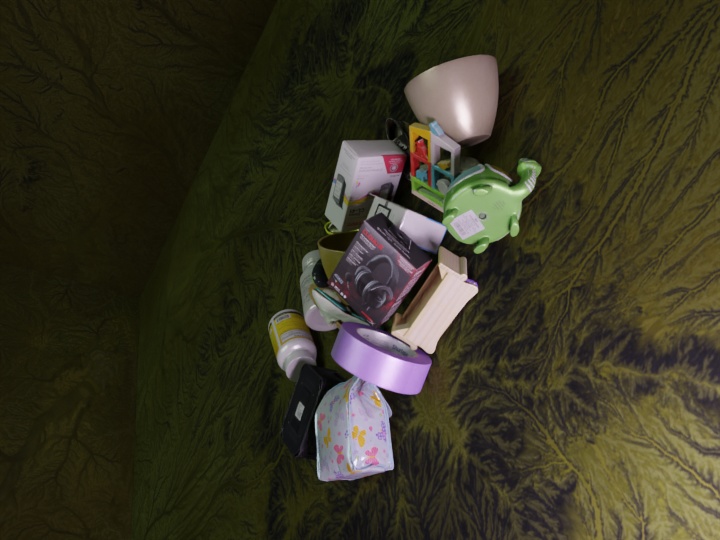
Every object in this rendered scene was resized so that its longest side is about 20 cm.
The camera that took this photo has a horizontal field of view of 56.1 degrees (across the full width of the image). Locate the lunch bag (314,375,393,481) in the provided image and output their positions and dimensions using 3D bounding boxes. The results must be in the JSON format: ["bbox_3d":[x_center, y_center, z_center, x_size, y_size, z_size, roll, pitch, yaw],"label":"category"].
[{"bbox_3d":[-0.015,0.340,1.462,0.169,0.125,0.204,-36,55,51],"label":"lunch bag"}]

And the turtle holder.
[{"bbox_3d":[0.234,-0.142,1.257,0.133,0.139,0.187,-80,15,-50],"label":"turtle holder"}]

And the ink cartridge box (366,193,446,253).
[{"bbox_3d":[0.091,-0.108,1.515,0.200,0.114,0.069,36,104,61],"label":"ink cartridge box"}]

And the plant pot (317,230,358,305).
[{"bbox_3d":[0.000,0.000,1.575,0.199,0.196,0.145,-149,54,-61],"label":"plant pot"}]

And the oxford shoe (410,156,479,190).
[{"bbox_3d":[0.187,-0.204,1.463,0.198,0.075,0.059,0,120,53],"label":"oxford shoe"}]

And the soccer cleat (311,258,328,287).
[{"bbox_3d":[-0.049,-0.023,1.680,0.080,0.068,0.200,-28,8,43],"label":"soccer cleat"}]

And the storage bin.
[{"bbox_3d":[-0.110,0.348,1.658,0.135,0.092,0.204,27,98,61],"label":"storage bin"}]

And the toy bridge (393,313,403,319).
[{"bbox_3d":[0.050,0.190,1.523,0.201,0.027,0.068,-56,34,30],"label":"toy bridge"}]

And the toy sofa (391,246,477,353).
[{"bbox_3d":[0.151,0.063,1.371,0.202,0.096,0.083,-58,7,26],"label":"toy sofa"}]

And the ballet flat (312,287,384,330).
[{"bbox_3d":[-0.040,0.115,1.564,0.070,0.198,0.070,-58,-6,-11],"label":"ballet flat"}]

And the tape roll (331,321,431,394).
[{"bbox_3d":[0.042,0.174,1.364,0.200,0.197,0.067,37,106,60],"label":"tape roll"}]

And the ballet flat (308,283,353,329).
[{"bbox_3d":[-0.050,0.094,1.635,0.200,0.068,0.063,47,147,16],"label":"ballet flat"}]

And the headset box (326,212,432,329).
[{"bbox_3d":[0.041,-0.005,1.388,0.149,0.077,0.201,43,126,13],"label":"headset box"}]

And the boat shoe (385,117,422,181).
[{"bbox_3d":[0.098,-0.298,1.655,0.073,0.064,0.202,-50,37,32],"label":"boat shoe"}]

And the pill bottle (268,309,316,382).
[{"bbox_3d":[-0.181,0.206,1.840,0.114,0.111,0.201,-60,31,22],"label":"pill bottle"}]

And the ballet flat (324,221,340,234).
[{"bbox_3d":[-0.038,-0.112,1.790,0.068,0.067,0.199,-59,24,-16],"label":"ballet flat"}]

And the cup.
[{"bbox_3d":[0.201,-0.331,1.391,0.199,0.197,0.146,-19,85,56],"label":"cup"}]

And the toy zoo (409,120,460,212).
[{"bbox_3d":[0.153,-0.219,1.398,0.131,0.020,0.203,37,147,37],"label":"toy zoo"}]

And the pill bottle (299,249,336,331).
[{"bbox_3d":[-0.102,0.048,1.779,0.115,0.113,0.202,-51,35,35],"label":"pill bottle"}]

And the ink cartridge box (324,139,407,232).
[{"bbox_3d":[0.012,-0.204,1.620,0.086,0.145,0.203,47,134,39],"label":"ink cartridge box"}]
